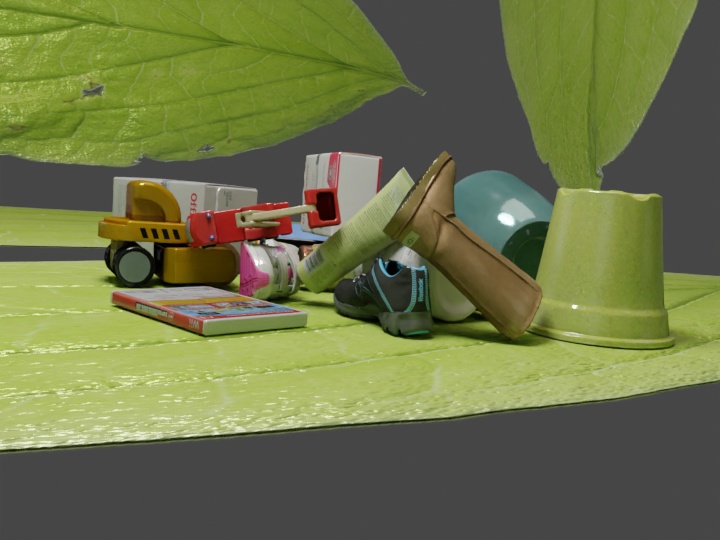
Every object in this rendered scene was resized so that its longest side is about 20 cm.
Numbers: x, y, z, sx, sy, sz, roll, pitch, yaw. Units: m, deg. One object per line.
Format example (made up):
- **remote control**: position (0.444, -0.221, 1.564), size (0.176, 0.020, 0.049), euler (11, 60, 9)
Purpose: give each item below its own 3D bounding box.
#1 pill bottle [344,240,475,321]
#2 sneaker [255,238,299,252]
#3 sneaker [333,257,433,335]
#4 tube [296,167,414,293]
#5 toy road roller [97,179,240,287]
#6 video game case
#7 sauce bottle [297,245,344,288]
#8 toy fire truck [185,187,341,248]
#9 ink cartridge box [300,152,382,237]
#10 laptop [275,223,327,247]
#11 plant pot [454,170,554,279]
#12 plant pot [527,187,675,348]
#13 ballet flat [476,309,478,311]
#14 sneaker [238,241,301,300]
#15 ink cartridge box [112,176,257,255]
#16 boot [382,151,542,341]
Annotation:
- **pill bottle**: position (0.067, -0.003, 1.084), size (0.114, 0.115, 0.200), euler (0, 8, -39)
- **sneaker**: position (-0.123, -0.017, 1.281), size (0.091, 0.076, 0.200), euler (8, 7, -12)
- **sneaker**: position (0.030, 0.023, 0.974), size (0.073, 0.082, 0.200), euler (-1, 7, -30)
- **tube**: position (0.004, -0.043, 1.047), size (0.058, 0.200, 0.052), euler (39, 24, -32)
- **toy road roller**: position (-0.278, -0.055, 1.152), size (0.199, 0.147, 0.123), euler (2, 7, -25)
- **video game case**: position (-0.179, 0.044, 0.924), size (0.199, 0.018, 0.143), euler (11, 8, 44)
- **sauce bottle**: position (0.000, 0.000, 1.231), size (0.199, 0.066, 0.066), euler (4, 6, -16)
- **toy fire truck**: position (-0.135, -0.068, 1.063), size (0.199, 0.049, 0.141), euler (-9, 0, -12)
- **ink cartridge box**: position (-0.039, -0.132, 1.413), size (0.084, 0.146, 0.200), euler (3, 5, -20)
- **laptop**: position (-0.093, -0.072, 1.540), size (0.186, 0.117, 0.200), euler (4, -19, 0)
- **plant pot**: position (0.228, -0.039, 1.222), size (0.199, 0.202, 0.161), euler (2, 18, -20)
- **plant pot**: position (0.311, -0.011, 1.020), size (0.199, 0.185, 0.200), euler (5, 6, -1)
- **ballet flat**: position (0.143, 0.036, 1.115), size (0.067, 0.046, 0.200), euler (41, -19, -35)
- **sneaker**: position (-0.121, -0.001, 1.085), size (0.088, 0.082, 0.200), euler (2, 7, -6)
- **ink cartridge box**: position (-0.298, -0.078, 1.341), size (0.199, 0.148, 0.144), euler (8, 7, 28)
- **boot**: position (0.136, -0.032, 0.961), size (0.200, 0.066, 0.175), euler (38, 49, -4)
